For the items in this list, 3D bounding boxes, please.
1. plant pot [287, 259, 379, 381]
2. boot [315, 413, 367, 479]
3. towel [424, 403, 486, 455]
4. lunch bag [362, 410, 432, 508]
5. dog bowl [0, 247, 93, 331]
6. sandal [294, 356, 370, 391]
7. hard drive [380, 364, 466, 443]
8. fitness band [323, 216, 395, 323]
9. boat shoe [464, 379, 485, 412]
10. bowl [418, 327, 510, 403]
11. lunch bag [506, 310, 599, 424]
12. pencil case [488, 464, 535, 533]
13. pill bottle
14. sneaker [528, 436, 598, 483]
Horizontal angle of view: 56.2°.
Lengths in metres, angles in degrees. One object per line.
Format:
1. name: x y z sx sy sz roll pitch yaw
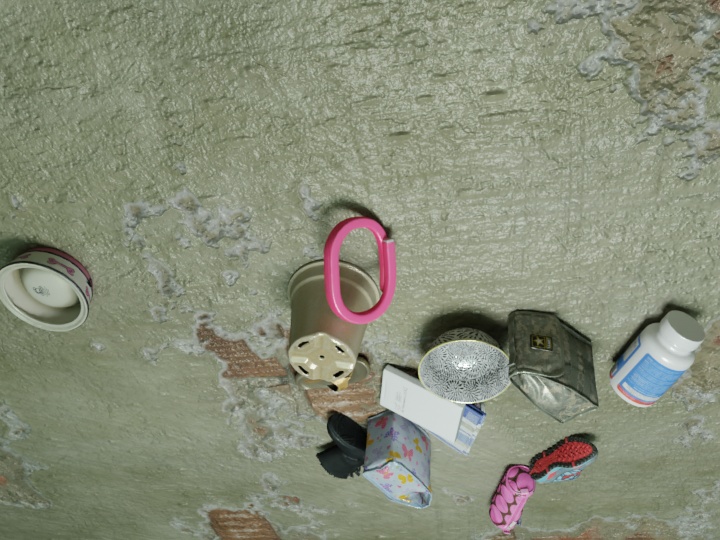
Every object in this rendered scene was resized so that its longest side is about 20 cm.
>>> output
1. plant pot: -0.065 0.114 1.367 0.199 0.184 0.202 4 131 4
2. boot: -0.052 0.460 1.741 0.198 0.074 0.162 38 128 -24
3. towel: 0.213 0.350 1.588 0.146 0.024 0.201 31 143 18
4. lunch bag: 0.103 0.470 1.659 0.127 0.170 0.200 -30 121 27
5. dog bowl: -0.672 0.037 1.456 0.198 0.074 0.201 4 132 5
6. sandal: -0.066 0.253 1.572 0.199 0.054 0.081 -16 127 20
7. hard drive: 0.140 0.308 1.556 0.199 0.027 0.133 24 135 21
8. fitness band: 0.000 0.000 1.272 0.143 0.037 0.202 -10 103 -31
9. boat shoe: 0.255 0.318 1.577 0.074 0.065 0.203 1 131 7
10. bowl: 0.225 0.186 1.448 0.199 0.095 0.202 4 131 5
11. lunch bag: 0.382 0.188 1.382 0.199 0.165 0.117 33 132 -20
12. pencil case: 0.404 0.608 1.788 0.090 0.094 0.201 7 130 2
13. pill bottle: 0.608 0.179 1.379 0.111 0.113 0.201 16 132 -7
14. sneaker: 0.520 0.477 1.683 0.095 0.080 0.200 25 138 -26
